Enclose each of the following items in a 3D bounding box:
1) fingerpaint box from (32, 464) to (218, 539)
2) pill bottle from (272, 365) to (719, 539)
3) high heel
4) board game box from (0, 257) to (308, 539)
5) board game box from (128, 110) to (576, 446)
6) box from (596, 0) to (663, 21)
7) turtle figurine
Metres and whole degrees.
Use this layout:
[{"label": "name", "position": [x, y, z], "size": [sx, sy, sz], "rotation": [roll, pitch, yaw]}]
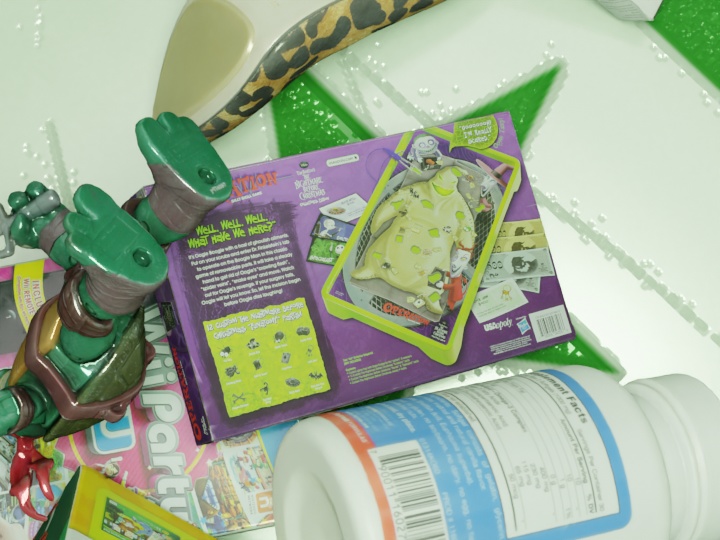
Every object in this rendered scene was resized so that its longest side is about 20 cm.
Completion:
[{"label": "fingerpaint box", "position": [-0.060, 0.195, 0.725], "size": [0.199, 0.167, 0.074], "rotation": [31, 107, -14]}, {"label": "pill bottle", "position": [0.069, 0.105, 0.766], "size": [0.199, 0.112, 0.113], "rotation": [-8, 83, -24]}, {"label": "high heel", "position": [-0.012, -0.117, 0.852], "size": [0.200, 0.142, 0.072], "rotation": [-49, 53, 28]}, {"label": "board game box", "position": [-0.127, 0.065, 0.826], "size": [0.198, 0.064, 0.149], "rotation": [-11, 83, 0]}, {"label": "board game box", "position": [0.000, 0.000, 0.802], "size": [0.199, 0.032, 0.121], "rotation": [-13, 88, -26]}, {"label": "box", "position": [0.134, -0.245, 0.825], "size": [0.144, 0.036, 0.201], "rotation": [33, 85, -31]}, {"label": "turtle figurine", "position": [-0.135, 0.023, 0.738], "size": [0.100, 0.200, 0.150], "rotation": [29, 43, -21]}]
